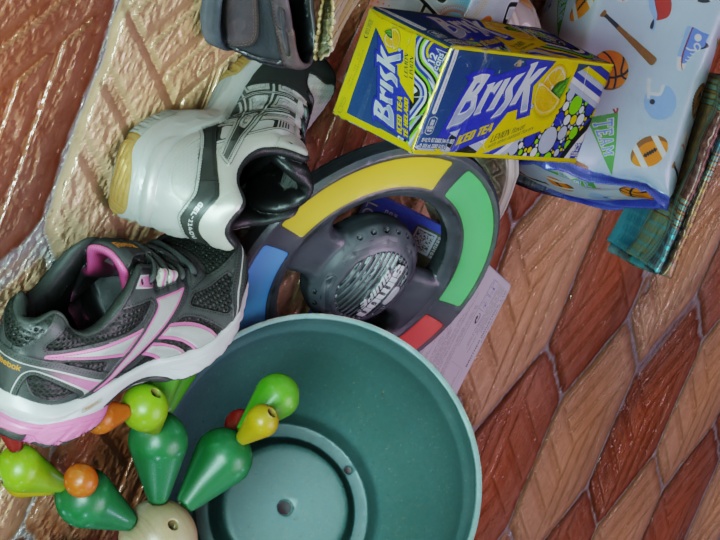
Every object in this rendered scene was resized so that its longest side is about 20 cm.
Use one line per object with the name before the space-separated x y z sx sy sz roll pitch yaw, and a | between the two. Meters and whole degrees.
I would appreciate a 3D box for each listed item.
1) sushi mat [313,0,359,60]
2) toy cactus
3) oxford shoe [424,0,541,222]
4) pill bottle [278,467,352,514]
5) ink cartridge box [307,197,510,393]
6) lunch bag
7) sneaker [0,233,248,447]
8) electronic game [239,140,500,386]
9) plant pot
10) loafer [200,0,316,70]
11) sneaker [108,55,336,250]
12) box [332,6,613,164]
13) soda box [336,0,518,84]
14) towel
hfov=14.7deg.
sushi mat | 0.006 -0.195 1.565 0.200 0.012 0.096 -62 162 -62
toy cactus | -0.124 0.116 1.582 0.199 0.102 0.166 -19 115 -45
oxford shoe | 0.086 -0.107 1.893 0.058 0.075 0.201 -39 145 -46
pill bottle | -0.013 0.157 1.914 0.115 0.114 0.200 -62 160 -3
ink cartridge box | 0.023 0.033 1.904 0.137 0.076 0.200 -63 162 -3
lunch bag | 0.170 -0.133 1.951 0.200 0.123 0.171 -176 -75 -76
sneaker | -0.124 0.016 1.502 0.200 0.080 0.087 -42 150 -48
electronic game | 0.000 0.000 1.746 0.199 0.042 0.201 -22 139 -20
plant pot | -0.037 0.138 1.716 0.201 0.200 0.134 -57 -177 -17
loafer | -0.038 -0.195 1.472 0.072 0.063 0.201 -42 151 -45
sneaker | -0.056 -0.063 1.562 0.200 0.087 0.076 -42 150 -50
box | 0.070 -0.109 1.666 0.200 0.064 0.070 -1 115 -58
soda box | 0.063 -0.190 1.724 0.063 0.068 0.201 11 105 -63
towel | 0.219 -0.071 1.954 0.200 0.022 0.148 -123 -127 -84
